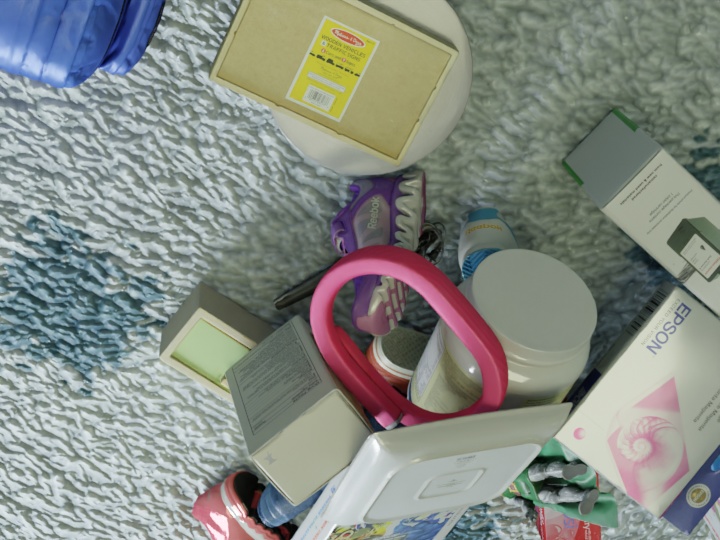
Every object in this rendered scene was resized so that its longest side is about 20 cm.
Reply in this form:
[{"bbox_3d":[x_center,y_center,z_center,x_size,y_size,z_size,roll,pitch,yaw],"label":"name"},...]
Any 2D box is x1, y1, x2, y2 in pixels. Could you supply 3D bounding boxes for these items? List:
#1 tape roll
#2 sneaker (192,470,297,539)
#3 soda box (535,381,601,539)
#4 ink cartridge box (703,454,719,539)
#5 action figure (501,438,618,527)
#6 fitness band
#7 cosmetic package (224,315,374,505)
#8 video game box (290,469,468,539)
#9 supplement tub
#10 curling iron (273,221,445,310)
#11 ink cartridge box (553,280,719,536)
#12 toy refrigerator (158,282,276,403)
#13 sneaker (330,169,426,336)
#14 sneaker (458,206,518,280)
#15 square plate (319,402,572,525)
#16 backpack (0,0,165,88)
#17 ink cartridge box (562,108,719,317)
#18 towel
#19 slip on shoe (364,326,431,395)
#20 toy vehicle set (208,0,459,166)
[{"bbox_3d":[0.005,-0.197,1.122,0.200,0.066,0.200,-2,116,-5],"label":"tape roll"},{"bbox_3d":[-0.121,0.320,1.357,0.087,0.074,0.200,-24,112,20],"label":"sneaker"},{"bbox_3d":[0.235,0.231,1.345,0.070,0.063,0.200,-9,115,-2],"label":"soda box"},{"bbox_3d":[0.421,0.219,1.312,0.085,0.145,0.200,-20,115,4],"label":"ink cartridge box"},{"bbox_3d":[0.190,0.233,1.284,0.055,0.200,0.118,-26,93,-25],"label":"action figure"},{"bbox_3d":[0.043,0.068,1.048,0.144,0.037,0.200,-36,100,33],"label":"fitness band"},{"bbox_3d":[-0.061,0.129,1.122,0.105,0.200,0.071,-38,112,2],"label":"cosmetic package"},{"bbox_3d":[0.043,0.250,1.272,0.200,0.047,0.182,-3,136,-35],"label":"video game box"},{"bbox_3d":[0.137,0.089,1.140,0.145,0.145,0.200,10,138,-10],"label":"supplement tub"},{"bbox_3d":[0.000,0.000,1.233,0.200,0.026,0.050,-22,112,5],"label":"curling iron"},{"bbox_3d":[0.324,0.146,1.175,0.200,0.043,0.196,37,95,-8],"label":"ink cartridge box"},{"bbox_3d":[-0.112,0.105,1.247,0.200,0.070,0.076,35,106,-20],"label":"toy refrigerator"},{"bbox_3d":[0.009,-0.021,1.151,0.088,0.200,0.081,7,140,8],"label":"sneaker"},{"bbox_3d":[0.149,0.021,1.233,0.076,0.081,0.200,-6,136,9],"label":"sneaker"},{"bbox_3d":[0.078,0.188,1.083,0.200,0.028,0.198,-6,150,-21],"label":"square plate"},{"bbox_3d":[-0.251,-0.249,0.998,0.168,0.200,0.163,16,111,-13],"label":"backpack"},{"bbox_3d":[0.315,-0.055,1.176,0.200,0.146,0.084,38,103,-21],"label":"ink cartridge box"},{"bbox_3d":[-0.024,0.203,1.278,0.200,0.112,0.049,-36,92,12],"label":"towel"},{"bbox_3d":[0.091,0.117,1.283,0.200,0.074,0.061,22,148,-23],"label":"slip on shoe"},{"bbox_3d":[-0.025,-0.192,1.071,0.200,0.027,0.124,24,110,-16],"label":"toy vehicle set"}]
